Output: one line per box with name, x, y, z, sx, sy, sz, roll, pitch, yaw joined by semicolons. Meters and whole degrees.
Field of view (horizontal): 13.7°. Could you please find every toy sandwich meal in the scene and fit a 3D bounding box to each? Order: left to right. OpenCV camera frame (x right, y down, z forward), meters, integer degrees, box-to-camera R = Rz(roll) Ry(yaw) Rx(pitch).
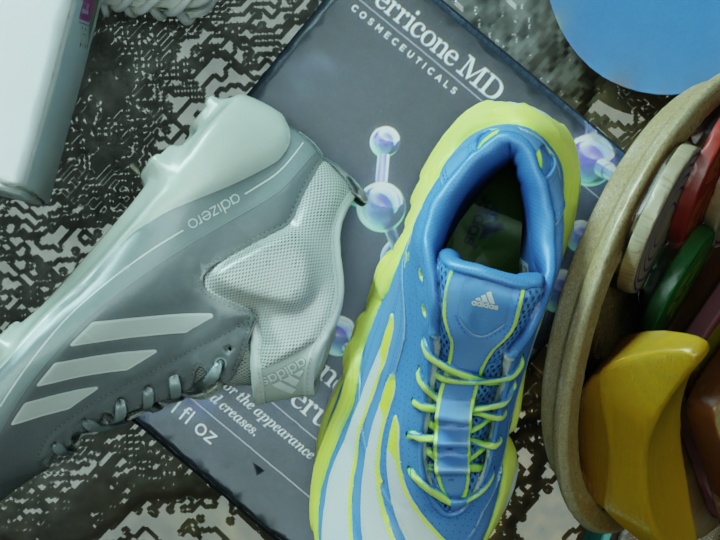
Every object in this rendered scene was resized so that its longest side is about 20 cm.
toy sandwich meal;0.138;0.023;1.116;0.070;0.205;0.206;22;91;26

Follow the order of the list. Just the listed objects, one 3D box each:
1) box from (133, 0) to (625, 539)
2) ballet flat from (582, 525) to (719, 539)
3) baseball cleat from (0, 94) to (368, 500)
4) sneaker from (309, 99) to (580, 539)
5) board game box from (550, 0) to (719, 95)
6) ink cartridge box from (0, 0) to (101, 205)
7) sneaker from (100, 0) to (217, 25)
box;0.000;0.000;1.180;0.148;0.107;0.200;39;90;2
ballet flat;0.099;0.165;1.207;0.067;0.068;0.201;26;93;-6
baseball cleat;-0.076;0.034;1.087;0.106;0.070;0.200;39;92;2
sneaker;0.026;0.034;1.065;0.075;0.105;0.201;13;89;4
board game box;0.156;-0.157;1.184;0.039;0.158;0.201;25;88;-38
ink cartridge box;-0.162;-0.136;1.091;0.144;0.085;0.201;14;86;1
sneaker;-0.088;-0.131;1.206;0.199;0.073;0.071;-24;86;1
